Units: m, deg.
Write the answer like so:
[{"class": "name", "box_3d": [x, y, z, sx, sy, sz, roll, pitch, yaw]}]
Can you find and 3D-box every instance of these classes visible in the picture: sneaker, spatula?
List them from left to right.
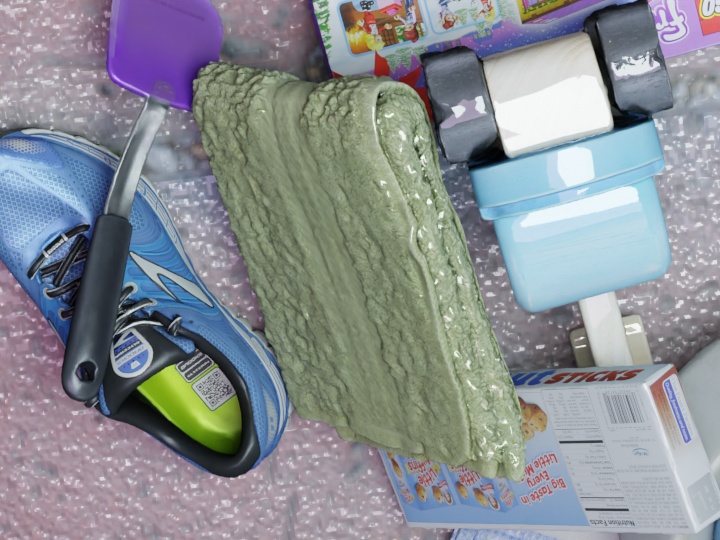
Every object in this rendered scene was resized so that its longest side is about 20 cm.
[{"class": "spatula", "box_3d": [-0.103, -0.038, 1.262, 0.056, 0.021, 0.201, 18, 78, -26]}, {"class": "sneaker", "box_3d": [-0.105, 0.016, 1.294, 0.079, 0.089, 0.200, -43, 101, 11]}]

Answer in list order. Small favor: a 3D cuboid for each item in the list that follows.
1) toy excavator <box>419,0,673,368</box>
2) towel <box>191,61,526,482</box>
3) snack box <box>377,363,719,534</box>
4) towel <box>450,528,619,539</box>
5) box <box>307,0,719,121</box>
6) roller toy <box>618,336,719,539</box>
[{"class": "toy excavator", "box_3d": [0.097, -0.010, 1.250, 0.100, 0.194, 0.201, -14, 94, 3]}, {"class": "towel", "box_3d": [0.000, 0.000, 1.254, 0.036, 0.148, 0.200, -35, 118, -31]}, {"class": "snack box", "box_3d": [0.077, 0.081, 1.275, 0.024, 0.200, 0.072, -30, 105, -35]}, {"class": "towel", "box_3d": [0.102, 0.171, 1.380, 0.147, 0.024, 0.200, 18, 107, -6]}, {"class": "box", "box_3d": [0.072, -0.149, 1.269, 0.199, 0.039, 0.137, -14, 108, 4]}, {"class": "roller toy", "box_3d": [0.222, 0.119, 1.278, 0.182, 0.140, 0.200, -32, 128, -6]}]
